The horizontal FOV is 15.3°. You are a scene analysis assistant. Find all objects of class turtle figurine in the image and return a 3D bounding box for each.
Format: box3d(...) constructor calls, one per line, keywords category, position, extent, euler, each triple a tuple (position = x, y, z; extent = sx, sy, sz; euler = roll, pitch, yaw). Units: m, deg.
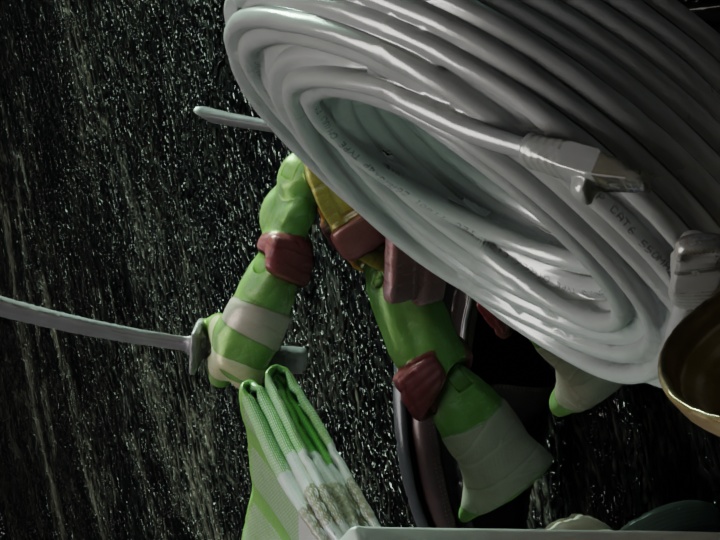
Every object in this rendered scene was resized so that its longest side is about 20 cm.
box3d(category="turtle figurine", position=(0.000, 0.000, 1.042), extent=(0.194, 0.200, 0.144), euler=(50, -156, -5))

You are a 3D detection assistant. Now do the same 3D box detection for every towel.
box3d(category="towel", position=(0.000, 0.151, 0.966), extent=(0.150, 0.031, 0.200), euler=(95, 151, -49))

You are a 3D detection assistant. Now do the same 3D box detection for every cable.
box3d(category="cable", position=(0.049, -0.041, 0.828), extent=(0.200, 0.069, 0.200), euler=(32, 167, 21))

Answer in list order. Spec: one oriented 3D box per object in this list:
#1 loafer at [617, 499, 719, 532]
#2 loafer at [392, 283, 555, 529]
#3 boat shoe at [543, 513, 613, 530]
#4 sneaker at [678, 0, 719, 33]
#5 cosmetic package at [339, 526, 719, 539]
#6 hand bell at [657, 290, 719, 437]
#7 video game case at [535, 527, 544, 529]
box3d(category="loafer", position=(0.103, 0.169, 1.020), extent=(0.063, 0.072, 0.200), euler=(60, 153, 33))
box3d(category="loafer", position=(0.053, 0.035, 1.129), extent=(0.063, 0.072, 0.201), euler=(3, 106, 35))
box3d(category="boat shoe", position=(0.031, 0.168, 1.090), extent=(0.072, 0.200, 0.060), euler=(36, -170, -38))
box3d(category="sneaker", position=(0.109, -0.108, 0.825), extent=(0.083, 0.070, 0.200), euler=(-106, 19, -48))
box3d(category="cosmetic package", position=(0.080, 0.143, 0.808), extent=(0.081, 0.199, 0.113), euler=(-52, 41, 46))
box3d(category="hand bell", position=(0.151, 0.104, 0.722), extent=(0.104, 0.104, 0.201), euler=(-136, 28, -66))
box3d(category="video game case", position=(0.037, 0.224, 1.177), extent=(0.143, 0.018, 0.201), euler=(113, 179, -64))
